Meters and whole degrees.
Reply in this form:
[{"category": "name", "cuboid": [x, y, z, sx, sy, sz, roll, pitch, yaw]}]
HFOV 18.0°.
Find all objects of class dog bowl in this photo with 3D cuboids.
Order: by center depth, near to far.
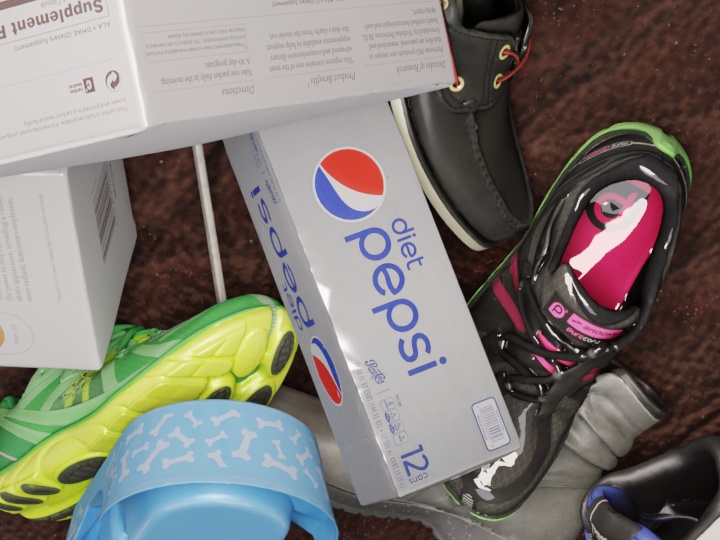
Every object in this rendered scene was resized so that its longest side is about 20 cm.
[{"category": "dog bowl", "cuboid": [-0.081, 0.121, 1.085, 0.111, 0.050, 0.200, 11, 149, -17]}]

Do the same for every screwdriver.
[{"category": "screwdriver", "cuboid": [-0.071, -0.047, 1.063, 0.029, 0.028, 0.201, 10, 124, 33]}]

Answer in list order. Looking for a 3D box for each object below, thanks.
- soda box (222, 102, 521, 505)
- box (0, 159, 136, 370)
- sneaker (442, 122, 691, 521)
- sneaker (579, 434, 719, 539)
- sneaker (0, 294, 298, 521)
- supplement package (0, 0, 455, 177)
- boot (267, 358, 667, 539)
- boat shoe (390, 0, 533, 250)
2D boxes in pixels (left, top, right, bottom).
[{"category": "soda box", "cuboid": [0.000, 0.000, 1.010, 0.063, 0.068, 0.201, -20, 86, -17]}, {"category": "box", "cuboid": [-0.215, -0.033, 1.053, 0.199, 0.098, 0.125, 2, 134, 6]}, {"category": "sneaker", "cuboid": [0.088, 0.023, 1.046, 0.076, 0.084, 0.201, 24, 98, -1]}, {"category": "sneaker", "cuboid": [0.147, 0.152, 1.118, 0.115, 0.081, 0.200, 12, 116, -32]}, {"category": "sneaker", "cuboid": [-0.116, 0.053, 1.105, 0.200, 0.084, 0.074, -29, 149, 31]}, {"category": "supplement package", "cuboid": [-0.087, -0.102, 0.872, 0.155, 0.200, 0.111, -10, 92, 35]}, {"category": "boot", "cuboid": [0.041, 0.063, 1.123, 0.199, 0.068, 0.131, 25, 106, -7]}, {"category": "boat shoe", "cuboid": [0.044, -0.102, 1.014, 0.063, 0.074, 0.202, -10, 113, 21]}]
